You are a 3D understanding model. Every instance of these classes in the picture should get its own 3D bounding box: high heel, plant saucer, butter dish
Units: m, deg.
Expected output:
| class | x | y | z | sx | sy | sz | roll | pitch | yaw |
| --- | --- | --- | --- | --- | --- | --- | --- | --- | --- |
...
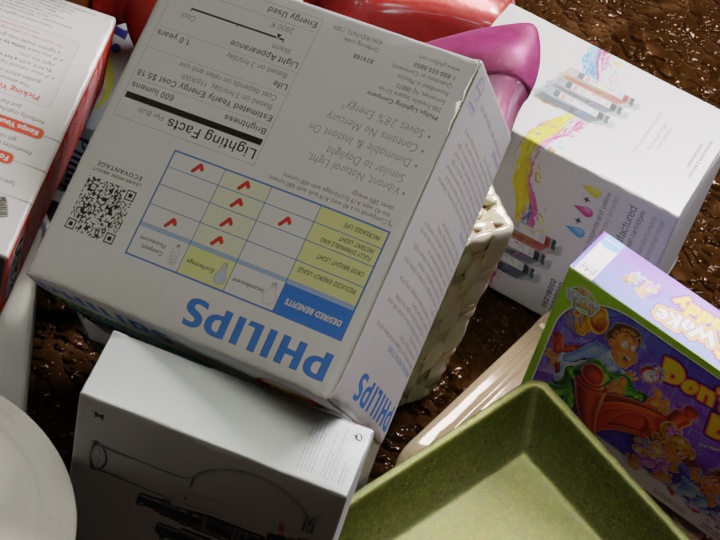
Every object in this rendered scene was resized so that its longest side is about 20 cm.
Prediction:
| class | x | y | z | sx | sy | sz | roll | pitch | yaw |
| --- | --- | --- | --- | --- | --- | --- | --- | --- | --- |
| high heel | 0.023 | -0.139 | 1.242 | 0.198 | 0.067 | 0.097 | 6 | 60 | 24 |
| plant saucer | 0.096 | 0.192 | 1.097 | 0.199 | 0.048 | 0.200 | -30 | 63 | -25 |
| butter dish | 0.052 | -0.230 | 1.463 | 0.198 | 0.148 | 0.200 | 9 | 44 | -10 |

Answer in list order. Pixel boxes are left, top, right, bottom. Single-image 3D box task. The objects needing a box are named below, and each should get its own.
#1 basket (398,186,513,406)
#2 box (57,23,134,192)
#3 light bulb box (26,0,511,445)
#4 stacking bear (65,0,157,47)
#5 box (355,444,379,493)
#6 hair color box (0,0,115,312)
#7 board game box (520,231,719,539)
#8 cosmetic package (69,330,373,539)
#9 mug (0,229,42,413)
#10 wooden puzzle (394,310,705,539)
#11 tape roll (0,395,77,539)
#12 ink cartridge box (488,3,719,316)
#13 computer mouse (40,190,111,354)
| class | x | y | z | sx | sy | sz | roll | pitch | yaw |
| --- | --- | --- | --- | --- | --- | --- | --- | --- | --- |
| basket | 0.000 | 0.000 | 1.181 | 0.135 | 0.201 | 0.124 | -17 | 59 | -31 |
| box | -0.205 | -0.150 | 1.212 | 0.198 | 0.105 | 0.185 | 20 | 54 | -3 |
| light bulb box | -0.046 | -0.037 | 1.017 | 0.197 | 0.125 | 0.201 | 21 | 79 | 19 |
| stacking bear | -0.158 | -0.202 | 1.134 | 0.200 | 0.114 | 0.121 | 41 | 56 | 7 |
| box | -0.065 | 0.060 | 1.132 | 0.036 | 0.145 | 0.200 | -27 | 58 | -38 |
| hair color box | -0.226 | -0.079 | 1.050 | 0.110 | 0.064 | 0.201 | 19 | 49 | -3 |
| board game box | 0.206 | 0.085 | 1.153 | 0.199 | 0.135 | 0.045 | 36 | 50 | 18 |
| cosmetic package | -0.087 | 0.135 | 1.006 | 0.150 | 0.201 | 0.052 | 22 | 49 | 5 |
| mug | -0.288 | 0.032 | 1.104 | 0.174 | 0.149 | 0.200 | 6 | 15 | -10 |
| wooden puzzle | 0.146 | 0.134 | 1.210 | 0.184 | 0.037 | 0.200 | 36 | 51 | 17 |
| tape roll | -0.257 | 0.168 | 0.963 | 0.201 | 0.140 | 0.204 | 10 | 43 | -9 |
| ink cartridge box | 0.147 | -0.070 | 1.332 | 0.199 | 0.146 | 0.145 | 29 | 44 | 13 |
| computer mouse | -0.151 | 0.027 | 1.134 | 0.044 | 0.110 | 0.201 | -26 | 75 | 1 |
